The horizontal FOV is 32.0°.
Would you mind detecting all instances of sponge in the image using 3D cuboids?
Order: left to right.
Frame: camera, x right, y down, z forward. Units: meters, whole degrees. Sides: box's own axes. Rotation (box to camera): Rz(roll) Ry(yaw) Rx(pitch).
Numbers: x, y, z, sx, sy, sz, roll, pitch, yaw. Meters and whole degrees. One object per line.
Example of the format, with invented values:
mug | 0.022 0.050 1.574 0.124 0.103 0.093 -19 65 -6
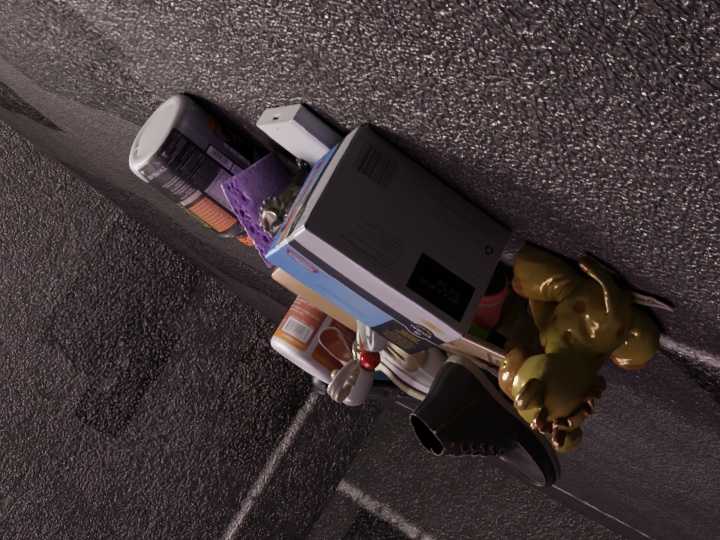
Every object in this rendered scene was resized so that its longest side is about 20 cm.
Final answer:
sponge | -0.106 -0.078 1.519 0.112 0.030 0.200 59 -164 -7

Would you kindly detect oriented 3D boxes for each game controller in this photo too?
game controller | 0.026 0.165 1.874 0.197 0.043 0.104 5 -165 2

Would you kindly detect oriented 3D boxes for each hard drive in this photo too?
hard drive | -0.016 -0.114 1.401 0.199 0.026 0.132 37 171 -20

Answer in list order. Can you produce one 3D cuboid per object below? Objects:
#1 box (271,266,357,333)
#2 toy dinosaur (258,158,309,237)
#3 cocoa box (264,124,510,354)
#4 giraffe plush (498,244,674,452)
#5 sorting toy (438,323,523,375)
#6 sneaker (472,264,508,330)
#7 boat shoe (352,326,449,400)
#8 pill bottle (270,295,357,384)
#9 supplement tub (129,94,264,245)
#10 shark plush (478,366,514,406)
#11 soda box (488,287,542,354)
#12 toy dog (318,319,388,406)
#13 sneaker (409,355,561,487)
box | 0.000 0.000 1.632 0.163 0.021 0.200 34 136 -16
toy dinosaur | -0.062 -0.059 1.441 0.076 0.103 0.200 29 170 22
cocoa box | 0.027 -0.026 1.295 0.199 0.135 0.131 34 157 -13
giraffe plush | 0.207 0.090 1.255 0.172 0.163 0.200 35 172 -17
sorting toy | 0.160 0.099 1.479 0.198 0.037 0.185 29 173 14
sneaker | 0.084 0.014 1.487 0.199 0.074 0.088 27 141 30
boat shoe | 0.072 0.111 1.607 0.198 0.069 0.074 26 -156 32
pill bottle | -0.031 0.049 1.774 0.111 0.201 0.112 32 172 5
supplement tub | -0.195 -0.127 1.653 0.199 0.123 0.122 38 170 -28
shark plush | 0.176 0.172 1.575 0.084 0.090 0.200 57 176 -25
soda box | 0.183 0.068 1.566 0.067 0.064 0.200 33 172 -6
toy dog | -0.003 0.063 1.572 0.096 0.202 0.132 32 -176 23
sneaker | 0.146 0.209 1.503 0.200 0.106 0.075 46 152 -4
